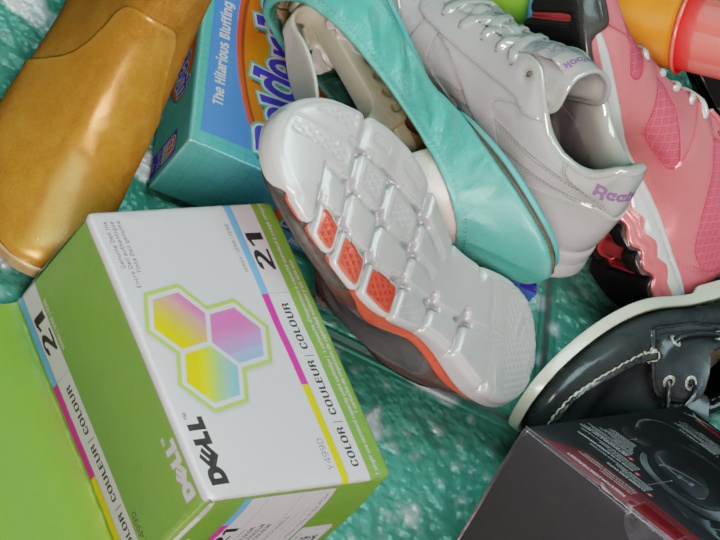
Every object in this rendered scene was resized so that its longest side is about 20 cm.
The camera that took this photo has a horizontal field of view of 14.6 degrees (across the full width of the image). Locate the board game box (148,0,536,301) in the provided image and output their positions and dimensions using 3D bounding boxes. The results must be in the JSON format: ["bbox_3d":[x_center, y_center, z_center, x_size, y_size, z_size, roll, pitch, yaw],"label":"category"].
[{"bbox_3d":[-0.004,-0.071,1.413,0.200,0.045,0.152,22,46,-22],"label":"board game box"}]

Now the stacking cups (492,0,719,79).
[{"bbox_3d":[0.117,-0.144,1.481,0.200,0.061,0.061,14,39,17],"label":"stacking cups"}]

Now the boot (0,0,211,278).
[{"bbox_3d":[-0.107,-0.104,1.285,0.071,0.144,0.201,28,44,-16],"label":"boot"}]

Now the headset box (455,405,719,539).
[{"bbox_3d":[0.145,0.136,1.267,0.149,0.077,0.200,37,19,23],"label":"headset box"}]

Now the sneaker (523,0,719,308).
[{"bbox_3d":[0.145,-0.075,1.449,0.087,0.074,0.200,-28,115,-20],"label":"sneaker"}]

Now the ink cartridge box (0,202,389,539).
[{"bbox_3d":[-0.107,0.055,1.208,0.200,0.076,0.148,-4,60,-41],"label":"ink cartridge box"}]

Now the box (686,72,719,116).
[{"bbox_3d":[0.265,-0.070,1.522,0.200,0.124,0.149,64,6,21],"label":"box"}]

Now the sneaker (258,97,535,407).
[{"bbox_3d":[0.000,0.000,1.305,0.200,0.082,0.077,50,53,-35],"label":"sneaker"}]

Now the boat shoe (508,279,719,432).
[{"bbox_3d":[0.153,0.058,1.411,0.066,0.075,0.199,46,31,20],"label":"boat shoe"}]

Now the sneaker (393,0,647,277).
[{"bbox_3d":[0.075,-0.099,1.391,0.075,0.100,0.200,-17,68,-43],"label":"sneaker"}]

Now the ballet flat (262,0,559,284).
[{"bbox_3d":[0.015,-0.064,1.351,0.070,0.067,0.200,-27,74,-24],"label":"ballet flat"}]
